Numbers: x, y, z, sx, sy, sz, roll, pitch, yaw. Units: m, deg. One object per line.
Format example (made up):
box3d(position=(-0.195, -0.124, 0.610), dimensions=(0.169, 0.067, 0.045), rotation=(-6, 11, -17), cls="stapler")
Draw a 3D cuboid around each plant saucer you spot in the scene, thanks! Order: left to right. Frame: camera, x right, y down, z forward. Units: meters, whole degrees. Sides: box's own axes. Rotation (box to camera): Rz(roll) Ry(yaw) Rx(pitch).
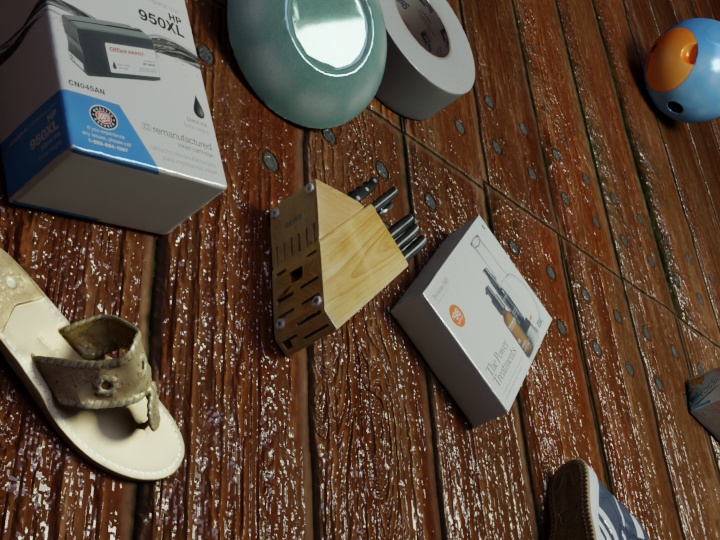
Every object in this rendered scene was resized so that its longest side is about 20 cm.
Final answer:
box3d(position=(-0.040, -0.247, 1.015), dimensions=(0.199, 0.039, 0.203), rotation=(2, 87, -38), cls="plant saucer")

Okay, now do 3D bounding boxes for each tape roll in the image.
box3d(position=(0.053, -0.285, 1.220), dimensions=(0.200, 0.066, 0.202), rotation=(32, 42, -34), cls="tape roll")

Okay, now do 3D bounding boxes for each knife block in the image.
box3d(position=(0.000, 0.000, 0.934), dimensions=(0.175, 0.064, 0.202), rotation=(26, 46, -39), cls="knife block")

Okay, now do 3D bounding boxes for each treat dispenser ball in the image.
box3d(position=(0.662, -0.393, 1.981), dimensions=(0.200, 0.200, 0.202), rotation=(32, 42, -35), cls="treat dispenser ball")

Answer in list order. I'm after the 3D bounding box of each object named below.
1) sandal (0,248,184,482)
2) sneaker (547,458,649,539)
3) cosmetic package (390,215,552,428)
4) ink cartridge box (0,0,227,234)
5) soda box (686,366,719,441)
box3d(position=(-0.176, 0.056, 0.655), dimensions=(0.212, 0.069, 0.078), rotation=(48, 35, -18), cls="sandal")
box3d(position=(0.241, 0.296, 1.024), dimensions=(0.109, 0.070, 0.201), rotation=(45, 33, -18), cls="sneaker")
box3d(position=(0.125, 0.049, 1.077), dimensions=(0.151, 0.052, 0.200), rotation=(52, 34, -7), cls="cosmetic package")
box3d(position=(-0.197, -0.144, 0.766), dimensions=(0.144, 0.084, 0.202), rotation=(11, 56, -49), cls="ink cartridge box")
box3d(position=(0.573, 0.230, 1.511), dimensions=(0.200, 0.068, 0.064), rotation=(41, 38, -25), cls="soda box")
